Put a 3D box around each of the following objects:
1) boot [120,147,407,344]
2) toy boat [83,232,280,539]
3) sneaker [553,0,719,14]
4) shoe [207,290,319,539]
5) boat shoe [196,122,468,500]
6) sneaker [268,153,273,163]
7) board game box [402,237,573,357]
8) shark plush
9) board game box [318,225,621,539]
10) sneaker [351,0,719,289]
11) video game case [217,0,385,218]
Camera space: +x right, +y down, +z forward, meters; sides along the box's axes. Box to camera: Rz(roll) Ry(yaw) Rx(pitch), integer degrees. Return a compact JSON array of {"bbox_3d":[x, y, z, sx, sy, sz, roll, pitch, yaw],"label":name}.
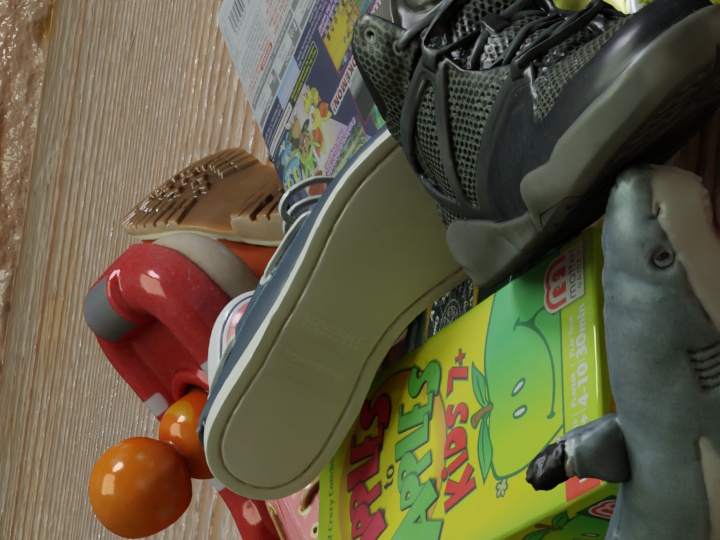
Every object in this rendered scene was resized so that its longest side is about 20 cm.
[{"bbox_3d":[-0.052,-0.005,1.153,0.200,0.075,0.107,10,136,53],"label":"boot"},{"bbox_3d":[-0.082,0.088,1.099,0.131,0.200,0.131,-41,2,-27],"label":"toy boat"},{"bbox_3d":[0.089,-0.116,0.832,0.105,0.076,0.200,113,158,-43],"label":"sneaker"},{"bbox_3d":[-0.008,0.096,0.973,0.091,0.071,0.200,137,113,-73],"label":"shoe"},{"bbox_3d":[0.000,0.000,0.867,0.200,0.075,0.062,-60,22,14],"label":"boat shoe"},{"bbox_3d":[-0.021,-0.096,1.197,0.199,0.079,0.130,17,89,64],"label":"sneaker"},{"bbox_3d":[0.057,0.002,0.965,0.135,0.028,0.200,-162,82,-74],"label":"board game box"},{"bbox_3d":[0.092,0.058,0.707,0.091,0.083,0.200,-102,26,-51],"label":"shark plush"},{"bbox_3d":[0.052,0.072,0.836,0.200,0.048,0.102,-37,45,50],"label":"board game box"},{"bbox_3d":[0.053,-0.068,0.722,0.114,0.076,0.199,56,164,2],"label":"sneaker"},{"bbox_3d":[-0.002,-0.116,0.932,0.200,0.023,0.182,-63,39,44],"label":"video game case"}]
